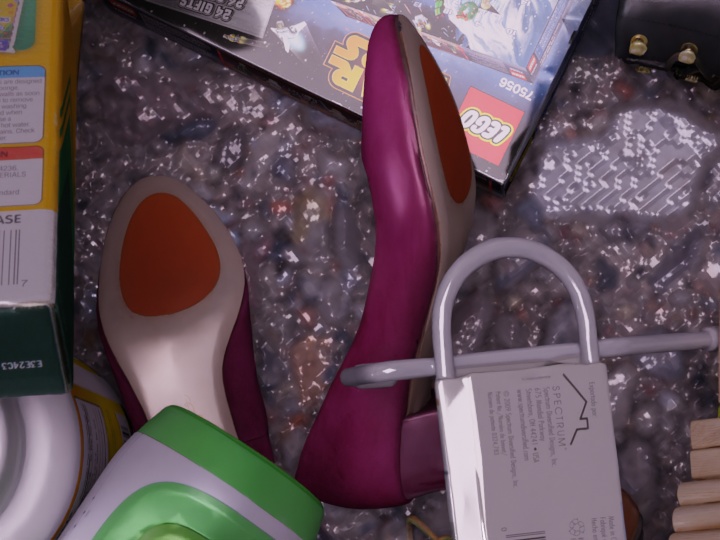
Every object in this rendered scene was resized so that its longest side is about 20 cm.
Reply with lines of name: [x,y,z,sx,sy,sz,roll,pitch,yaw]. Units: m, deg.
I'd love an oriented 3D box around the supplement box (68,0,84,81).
supplement box: [-0.220,-0.049,0.910,0.131,0.103,0.200,32,61,7]

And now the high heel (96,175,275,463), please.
high heel: [-0.072,0.060,0.955,0.067,0.096,0.201,-9,60,-3]

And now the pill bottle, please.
pill bottle: [-0.155,0.073,0.873,0.109,0.200,0.110,-1,82,4]

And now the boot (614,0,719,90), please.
boot: [0.181,-0.069,0.938,0.153,0.073,0.205,9,82,8]

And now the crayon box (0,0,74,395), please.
crayon box: [-0.167,-0.043,0.794,0.125,0.052,0.201,-4,49,-2]

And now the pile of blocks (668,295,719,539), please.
pile of blocks: [0.165,0.090,0.857,0.062,0.082,0.201,-10,42,37]

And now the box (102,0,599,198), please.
box: [0.003,-0.136,0.971,0.199,0.040,0.137,26,84,7]

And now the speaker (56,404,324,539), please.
speaker: [-0.096,0.152,0.818,0.088,0.088,0.200,32,79,7]

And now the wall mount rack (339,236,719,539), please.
wall mount rack: [0.084,0.088,0.855,0.173,0.075,0.201,-5,86,-15]

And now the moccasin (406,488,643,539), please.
moccasin: [0.026,0.147,0.920,0.201,0.074,0.078,-33,89,7]

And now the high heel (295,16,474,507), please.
high heel: [0.000,0.000,0.914,0.096,0.067,0.201,-7,94,19]
